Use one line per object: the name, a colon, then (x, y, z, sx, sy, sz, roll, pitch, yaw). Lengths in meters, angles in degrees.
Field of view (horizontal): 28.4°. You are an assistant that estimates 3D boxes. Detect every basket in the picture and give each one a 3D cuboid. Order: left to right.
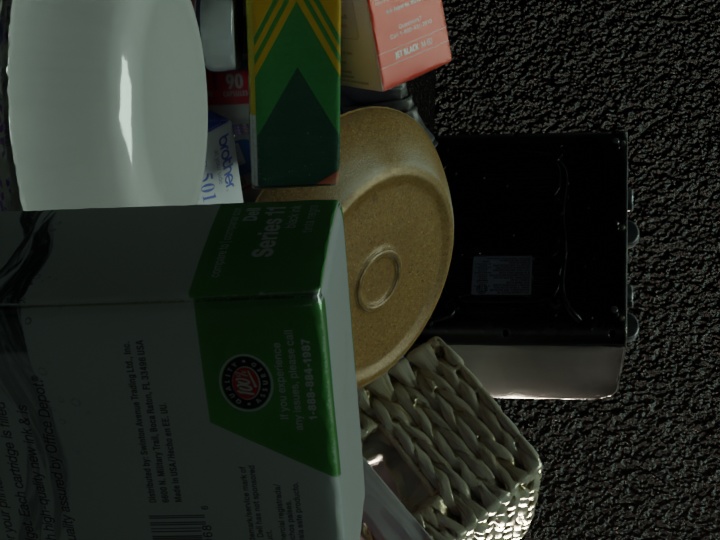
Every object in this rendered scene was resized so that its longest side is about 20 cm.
basket: (0.046, 0.154, 1.013, 0.136, 0.123, 0.200, 51, -12, 21)

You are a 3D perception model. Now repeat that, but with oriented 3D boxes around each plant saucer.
plant saucer: (0.000, 0.000, 0.881, 0.200, 0.035, 0.202, -29, 131, -39)

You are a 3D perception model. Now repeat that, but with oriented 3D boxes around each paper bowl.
paper bowl: (-0.135, -0.077, 0.660, 0.201, 0.103, 0.203, 0, 90, -81)

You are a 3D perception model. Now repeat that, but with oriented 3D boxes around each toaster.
toaster: (0.110, -0.003, 1.071, 0.119, 0.198, 0.182, 71, 21, -58)

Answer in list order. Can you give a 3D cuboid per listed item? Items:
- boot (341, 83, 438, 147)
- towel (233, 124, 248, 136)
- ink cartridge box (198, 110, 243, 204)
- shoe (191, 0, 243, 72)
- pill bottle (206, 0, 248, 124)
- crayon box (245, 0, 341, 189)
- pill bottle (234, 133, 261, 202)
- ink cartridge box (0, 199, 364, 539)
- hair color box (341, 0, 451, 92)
boot: (-0.037, -0.141, 1.075, 0.070, 0.199, 0.133, -34, 122, -33)
towel: (-0.048, -0.082, 1.108, 0.024, 0.200, 0.145, -41, 152, -13)
ink cartridge box: (-0.109, -0.008, 0.850, 0.044, 0.094, 0.201, -33, 134, -34)
shoe: (-0.111, -0.177, 0.785, 0.201, 0.090, 0.072, -97, -174, -45)
pill bottle: (-0.086, -0.207, 0.952, 0.120, 0.118, 0.202, -67, 155, -70)
crayon box: (-0.038, -0.162, 0.763, 0.127, 0.050, 0.201, -97, -174, -53)
pill bottle: (-0.068, -0.032, 0.993, 0.200, 0.111, 0.113, -117, -157, -69)
ink cartridge box: (-0.103, 0.056, 0.545, 0.083, 0.198, 0.148, -82, 169, -62)
hair color box: (-0.017, -0.217, 0.855, 0.064, 0.111, 0.201, -28, 118, -32)
